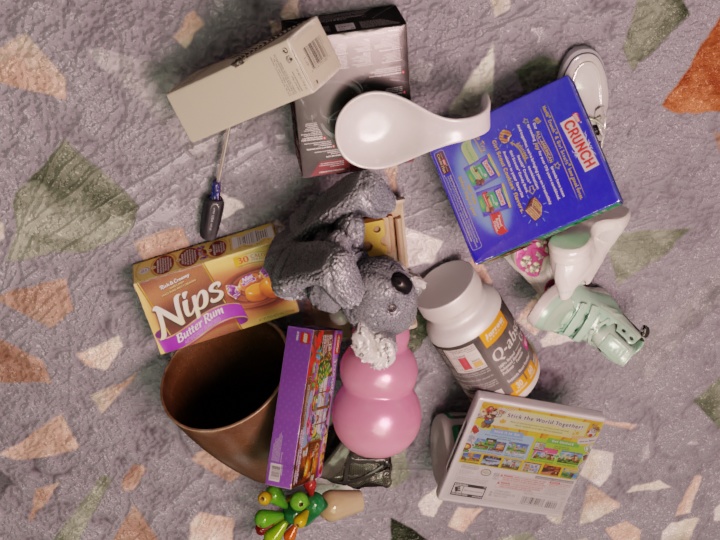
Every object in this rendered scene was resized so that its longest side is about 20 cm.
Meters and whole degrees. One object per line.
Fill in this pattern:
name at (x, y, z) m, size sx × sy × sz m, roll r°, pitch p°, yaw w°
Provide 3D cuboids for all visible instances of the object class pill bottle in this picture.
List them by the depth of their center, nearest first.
pill bottle at (0.161, 0.090, 1.673) m, size 0.115 × 0.117 × 0.201 m, roll -30°, pitch 121°, yaw 7°
pill bottle at (0.209, 0.264, 1.784) m, size 0.196 × 0.114 × 0.115 m, roll -2°, pitch 120°, yaw -10°

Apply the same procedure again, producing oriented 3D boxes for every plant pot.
plant pot at (-0.150, 0.199, 1.652) m, size 0.184 × 0.188 × 0.201 m, roll -22°, pitch 133°, yaw 2°

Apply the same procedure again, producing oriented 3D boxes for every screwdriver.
screwdriver at (-0.182, -0.130, 1.534) m, size 0.029 × 0.028 × 0.203 m, roll 16°, pitch 117°, yaw 13°

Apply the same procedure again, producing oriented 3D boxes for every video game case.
video game case at (0.226, 0.262, 1.706) m, size 0.197 × 0.023 × 0.184 m, roll 11°, pitch 118°, yaw -16°

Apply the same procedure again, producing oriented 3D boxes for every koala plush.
koala plush at (-0.002, 0.010, 1.516) m, size 0.199 × 0.179 × 0.182 m, roll 39°, pitch 144°, yaw -28°

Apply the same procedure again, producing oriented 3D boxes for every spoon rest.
spoon rest at (0.066, -0.175, 1.447) m, size 0.196 × 0.061 × 0.101 m, roll -9°, pitch 120°, yaw -8°

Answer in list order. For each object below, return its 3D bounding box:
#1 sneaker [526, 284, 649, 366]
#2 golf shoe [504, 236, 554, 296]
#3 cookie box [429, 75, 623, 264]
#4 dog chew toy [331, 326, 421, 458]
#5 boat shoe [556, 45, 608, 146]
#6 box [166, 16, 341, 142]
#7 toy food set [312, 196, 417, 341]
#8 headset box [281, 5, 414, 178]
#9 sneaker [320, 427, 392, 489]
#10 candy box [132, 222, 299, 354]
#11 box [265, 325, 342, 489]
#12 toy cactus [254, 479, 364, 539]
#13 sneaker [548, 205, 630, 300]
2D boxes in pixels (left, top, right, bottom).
sneaker at (0.318, 0.077, 1.647) m, size 0.199 × 0.118 × 0.074 m, roll 1°, pitch 130°, yaw -47°
golf shoe at (0.244, -0.018, 1.659) m, size 0.075 × 0.091 × 0.200 m, roll -47°, pitch 141°, yaw -2°
cookie box at (0.209, -0.123, 1.520) m, size 0.198 × 0.075 × 0.174 m, roll -23°, pitch 87°, yaw 16°
dog chew toy at (0.025, 0.145, 1.619) m, size 0.122 × 0.125 × 0.204 m, roll 1°, pitch 105°, yaw -11°
boat shoe at (0.295, -0.187, 1.569) m, size 0.072 × 0.067 × 0.203 m, roll -9°, pitch 121°, yaw -6°
box at (-0.125, -0.221, 1.402) m, size 0.198 × 0.082 × 0.069 m, roll -16°, pitch 111°, yaw 35°
toy food set at (0.000, 0.000, 1.622) m, size 0.141 × 0.061 × 0.203 m, roll -10°, pitch 121°, yaw -5°
headset box at (-0.013, -0.211, 1.490) m, size 0.146 × 0.078 × 0.203 m, roll -9°, pitch 122°, yaw -6°
sneaker at (0.026, 0.245, 1.761) m, size 0.113 × 0.077 × 0.200 m, roll 29°, pitch 112°, yaw -28°
candy box at (-0.192, 0.024, 1.601) m, size 0.197 × 0.057 × 0.118 m, roll -17°, pitch 121°, yaw -3°
box at (-0.071, 0.174, 1.567) m, size 0.038 × 0.137 × 0.204 m, roll 8°, pitch 90°, yaw 14°
toy cactus at (-0.078, 0.342, 1.761) m, size 0.162 × 0.104 × 0.201 m, roll -6°, pitch 149°, yaw -16°
sneaker at (0.301, -0.027, 1.606) m, size 0.074 × 0.199 × 0.090 m, roll 13°, pitch 119°, yaw 31°
